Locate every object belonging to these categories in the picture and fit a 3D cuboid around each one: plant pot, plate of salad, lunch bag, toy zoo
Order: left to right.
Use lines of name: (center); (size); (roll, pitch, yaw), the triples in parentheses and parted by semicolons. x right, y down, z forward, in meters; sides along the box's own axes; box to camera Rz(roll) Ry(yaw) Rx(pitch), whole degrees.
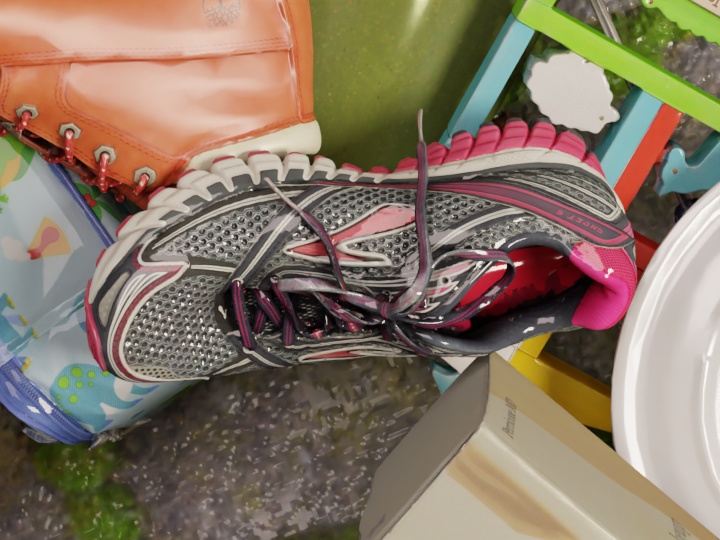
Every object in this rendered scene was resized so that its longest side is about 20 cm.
lunch bag: (-0.135, -0.026, 0.795); (0.082, 0.161, 0.201); (-35, 88, 7)
plant pot: (-0.001, -0.109, 0.802); (0.199, 0.200, 0.191); (21, 92, 17)
toy zoo: (0.089, -0.022, 0.751); (0.131, 0.020, 0.201); (27, 104, -9)
plate of salad: (0.191, 0.044, 0.744); (0.198, 0.048, 0.202); (-1, 98, -8)

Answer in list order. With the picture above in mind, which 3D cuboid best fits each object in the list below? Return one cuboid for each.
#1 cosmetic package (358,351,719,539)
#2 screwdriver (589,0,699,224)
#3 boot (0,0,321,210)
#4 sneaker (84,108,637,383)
cosmetic package: (0.096, 0.125, 0.676); (0.200, 0.105, 0.071); (40, 103, -6)
screwdriver: (0.124, -0.042, 0.774); (0.028, 0.029, 0.201); (-25, 101, 8)
boot: (-0.108, -0.064, 0.687); (0.198, 0.075, 0.108); (-14, 99, -13)
sneaker: (0.000, 0.000, 0.683); (0.198, 0.081, 0.075); (-15, 40, -5)
